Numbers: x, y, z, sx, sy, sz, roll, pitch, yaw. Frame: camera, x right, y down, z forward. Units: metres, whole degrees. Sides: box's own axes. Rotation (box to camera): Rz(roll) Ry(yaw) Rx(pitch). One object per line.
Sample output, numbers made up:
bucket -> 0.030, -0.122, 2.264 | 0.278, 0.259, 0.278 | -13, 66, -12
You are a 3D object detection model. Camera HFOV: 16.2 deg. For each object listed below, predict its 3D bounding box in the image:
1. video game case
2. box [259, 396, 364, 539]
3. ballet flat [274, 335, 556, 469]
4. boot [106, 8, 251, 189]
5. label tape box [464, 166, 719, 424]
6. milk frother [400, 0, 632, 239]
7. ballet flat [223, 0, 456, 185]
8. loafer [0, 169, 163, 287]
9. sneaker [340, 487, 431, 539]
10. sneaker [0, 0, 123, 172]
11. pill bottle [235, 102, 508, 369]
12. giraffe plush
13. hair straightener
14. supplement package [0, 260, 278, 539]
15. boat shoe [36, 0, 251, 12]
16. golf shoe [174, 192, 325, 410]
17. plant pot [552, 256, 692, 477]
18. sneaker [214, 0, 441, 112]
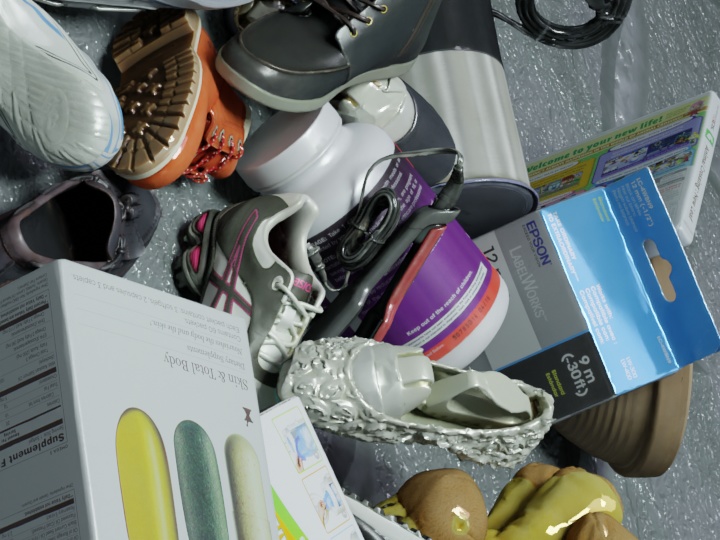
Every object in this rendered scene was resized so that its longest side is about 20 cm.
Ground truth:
video game case -> 0.170, -0.047, 1.895 | 0.022, 0.200, 0.182 | 54, 33, -24
box -> -0.059, 0.192, 1.472 | 0.101, 0.112, 0.200 | -25, 91, -58
ballet flat -> 0.041, 0.075, 1.589 | 0.200, 0.072, 0.072 | 14, 56, -35
boot -> -0.110, -0.091, 1.613 | 0.107, 0.075, 0.200 | 58, 18, -25
label tape box -> 0.137, 0.031, 1.791 | 0.066, 0.200, 0.144 | -13, 79, -57
milk frother -> 0.107, -0.131, 1.865 | 0.180, 0.200, 0.189 | 21, 52, -53
ballet flat -> -0.018, -0.131, 1.751 | 0.200, 0.073, 0.073 | 41, 31, 7
loafer -> -0.169, -0.021, 1.504 | 0.200, 0.063, 0.072 | -24, 88, -59
sneaker -> 0.006, 0.196, 1.525 | 0.200, 0.070, 0.090 | 29, 78, 4
sneaker -> -0.217, -0.139, 1.515 | 0.200, 0.072, 0.072 | 52, -2, 2
pill bottle -> 0.005, -0.021, 1.716 | 0.200, 0.112, 0.113 | 51, 34, -22
giraffe plush -> 0.061, 0.193, 1.645 | 0.162, 0.172, 0.200 | 34, 77, -24
hair straightener -> 0.000, 0.000, 1.639 | 0.077, 0.200, 0.041 | 31, 11, -19
supplement package -> -0.148, 0.126, 1.334 | 0.152, 0.150, 0.200 | 20, 53, -49
boat shoe -> -0.151, -0.201, 1.609 | 0.200, 0.065, 0.074 | 4, 84, -35
golf shoe -> -0.069, 0.038, 1.591 | 0.077, 0.088, 0.200 | 32, 45, -44
plant pot -> 0.176, 0.056, 1.893 | 0.092, 0.201, 0.201 | 0, 61, -12
sneaker -> -0.014, -0.174, 1.655 | 0.075, 0.106, 0.200 | 40, 34, 18
